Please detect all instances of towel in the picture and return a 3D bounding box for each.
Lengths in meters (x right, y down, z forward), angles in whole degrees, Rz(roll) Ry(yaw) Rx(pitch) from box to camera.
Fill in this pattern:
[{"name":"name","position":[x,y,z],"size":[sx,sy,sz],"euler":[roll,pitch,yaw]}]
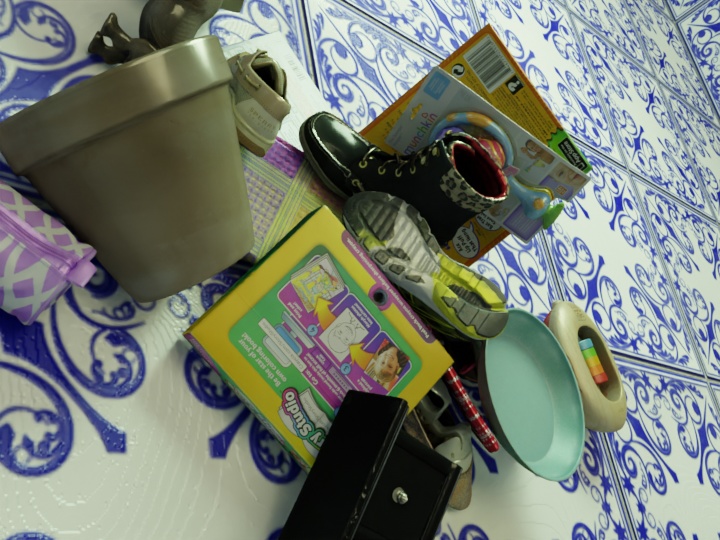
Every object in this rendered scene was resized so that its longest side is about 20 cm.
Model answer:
[{"name":"towel","position":[0.095,0.105,0.881],"size":[0.202,0.022,0.145],"euler":[60,0,4]},{"name":"towel","position":[-0.091,-0.067,0.801],"size":[0.198,0.023,0.145],"euler":[32,61,-17]}]

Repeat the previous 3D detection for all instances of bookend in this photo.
[{"name":"bookend","position":[0.039,0.243,0.668],"size":[0.199,0.092,0.201],"euler":[37,69,-25]}]

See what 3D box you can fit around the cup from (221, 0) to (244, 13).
[{"name":"cup","position":[-0.198,-0.401,0.861],"size":[0.141,0.201,0.203],"euler":[2,59,-17]}]

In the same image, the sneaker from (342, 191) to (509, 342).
[{"name":"sneaker","position":[0.053,0.007,0.780],"size":[0.200,0.085,0.075],"euler":[43,64,3]}]

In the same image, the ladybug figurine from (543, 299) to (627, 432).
[{"name":"ladybug figurine","position":[0.316,0.141,1.129],"size":[0.134,0.072,0.203],"euler":[2,64,-47]}]

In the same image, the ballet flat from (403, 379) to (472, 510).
[{"name":"ballet flat","position":[0.081,0.167,0.852],"size":[0.068,0.067,0.202],"euler":[-28,87,-49]}]

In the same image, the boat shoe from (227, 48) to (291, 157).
[{"name":"boat shoe","position":[-0.100,-0.184,0.780],"size":[0.072,0.065,0.201],"euler":[35,20,-26]}]

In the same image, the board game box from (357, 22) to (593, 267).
[{"name":"board game box","position":[0.127,-0.148,0.958],"size":[0.201,0.199,0.200],"euler":[51,8,-8]}]

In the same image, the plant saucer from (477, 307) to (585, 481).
[{"name":"plant saucer","position":[0.193,0.145,0.905],"size":[0.198,0.036,0.203],"euler":[26,52,-39]}]

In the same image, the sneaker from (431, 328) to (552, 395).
[{"name":"sneaker","position":[0.158,0.117,0.983],"size":[0.200,0.080,0.087],"euler":[44,50,-5]}]

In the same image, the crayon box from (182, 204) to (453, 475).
[{"name":"crayon box","position":[-0.036,0.073,0.730],"size":[0.172,0.058,0.201],"euler":[-44,100,-19]}]

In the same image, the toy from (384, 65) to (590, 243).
[{"name":"toy","position":[0.126,-0.107,0.814],"size":[0.198,0.115,0.048],"euler":[32,45,-7]}]

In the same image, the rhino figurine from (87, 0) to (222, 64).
[{"name":"rhino figurine","position":[-0.184,-0.280,0.780],"size":[0.087,0.202,0.060],"euler":[32,4,-27]}]

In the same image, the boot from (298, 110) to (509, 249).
[{"name":"boot","position":[0.042,-0.110,0.787],"size":[0.203,0.153,0.074],"euler":[44,56,-8]}]

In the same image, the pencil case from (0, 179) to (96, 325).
[{"name":"pencil case","position":[-0.292,-0.048,0.571],"size":[0.200,0.085,0.085],"euler":[43,41,-20]}]

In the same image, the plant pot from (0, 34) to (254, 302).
[{"name":"plant pot","position":[-0.175,-0.077,0.659],"size":[0.200,0.197,0.176],"euler":[-45,115,-52]}]

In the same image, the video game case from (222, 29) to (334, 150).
[{"name":"video game case","position":[-0.102,-0.167,0.897],"size":[0.202,0.045,0.181],"euler":[56,38,-3]}]
